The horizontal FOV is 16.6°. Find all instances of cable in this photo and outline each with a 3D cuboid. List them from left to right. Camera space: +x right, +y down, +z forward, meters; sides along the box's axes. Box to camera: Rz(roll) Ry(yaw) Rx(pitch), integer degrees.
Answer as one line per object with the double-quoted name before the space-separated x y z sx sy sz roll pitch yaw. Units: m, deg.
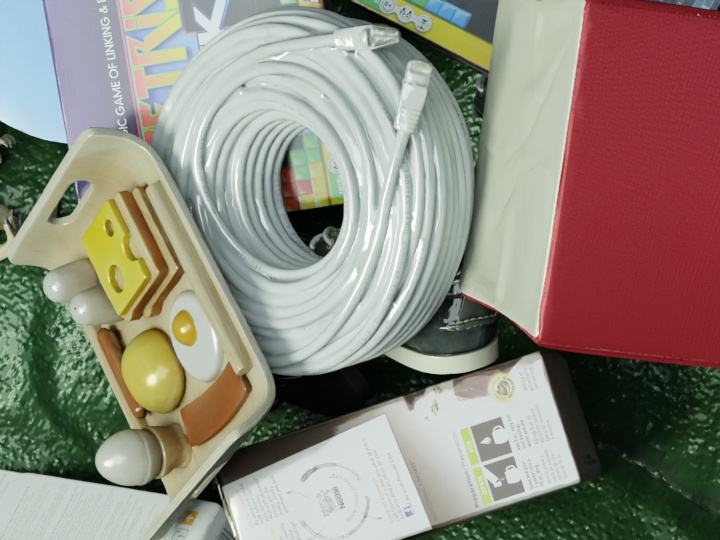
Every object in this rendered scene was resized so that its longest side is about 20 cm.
"cable" -0.031 -0.045 1.351 0.200 0.069 0.201 13 104 37

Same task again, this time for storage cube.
"storage cube" 0.165 -0.047 1.270 0.179 0.171 0.201 7 97 -12

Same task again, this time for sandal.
"sandal" -0.088 0.054 1.464 0.199 0.075 0.045 17 55 19

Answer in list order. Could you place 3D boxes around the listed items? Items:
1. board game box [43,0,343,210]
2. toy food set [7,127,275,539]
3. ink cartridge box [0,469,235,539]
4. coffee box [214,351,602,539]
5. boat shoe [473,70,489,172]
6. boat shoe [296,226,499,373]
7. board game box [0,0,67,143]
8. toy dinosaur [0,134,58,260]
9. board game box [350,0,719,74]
"board game box" -0.096 -0.128 1.453 0.165 0.057 0.201 -9 96 4
"toy food set" -0.131 0.038 1.370 0.200 0.060 0.144 62 142 19
"ink cartridge box" -0.166 0.173 1.454 0.200 0.037 0.095 5 59 39
"coffee box" 0.029 0.113 1.419 0.199 0.113 0.080 -19 84 10
"boat shoe" 0.093 -0.090 1.383 0.071 0.072 0.201 10 87 35
"boat shoe" 0.000 0.000 1.422 0.200 0.072 0.068 18 123 41
"board game box" -0.165 -0.179 1.510 0.157 0.039 0.201 1 96 4
"toy dinosaur" -0.243 -0.026 1.522 0.101 0.058 0.201 -9 84 27
"board game box" 0.120 -0.184 1.443 0.200 0.057 0.166 27 94 12
